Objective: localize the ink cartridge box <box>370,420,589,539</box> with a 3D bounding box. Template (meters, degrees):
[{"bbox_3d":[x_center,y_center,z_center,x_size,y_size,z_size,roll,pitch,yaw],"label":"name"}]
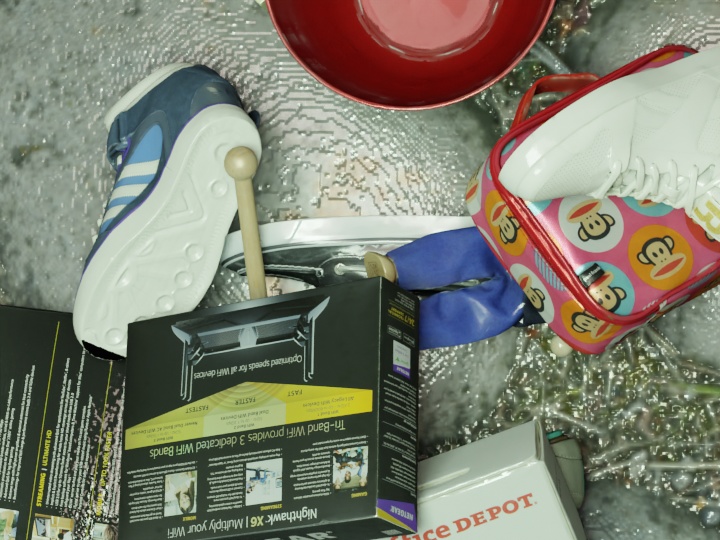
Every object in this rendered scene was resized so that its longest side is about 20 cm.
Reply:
[{"bbox_3d":[0.086,0.217,1.558,0.147,0.083,0.200,-20,105,8],"label":"ink cartridge box"}]

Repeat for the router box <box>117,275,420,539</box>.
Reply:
[{"bbox_3d":[-0.059,0.098,1.530,0.200,0.052,0.157,-10,67,30],"label":"router box"}]

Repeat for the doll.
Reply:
[{"bbox_3d":[0.106,-0.006,1.588,0.200,0.048,0.137,-12,85,-17],"label":"doll"}]

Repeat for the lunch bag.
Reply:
[{"bbox_3d":[0.173,-0.058,1.564,0.200,0.082,0.176,-30,76,-27],"label":"lunch bag"}]

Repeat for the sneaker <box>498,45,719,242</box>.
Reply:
[{"bbox_3d":[0.191,-0.061,1.482,0.200,0.074,0.116,-24,70,-27],"label":"sneaker"}]

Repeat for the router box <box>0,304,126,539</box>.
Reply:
[{"bbox_3d":[-0.203,0.129,1.666,0.149,0.051,0.200,7,86,13],"label":"router box"}]

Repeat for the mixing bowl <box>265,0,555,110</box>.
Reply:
[{"bbox_3d":[0.041,-0.200,1.621,0.200,0.108,0.200,-1,86,9],"label":"mixing bowl"}]

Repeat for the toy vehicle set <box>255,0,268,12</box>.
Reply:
[{"bbox_3d":[-0.041,-0.296,1.687,0.200,0.027,0.124,-45,79,4],"label":"toy vehicle set"}]

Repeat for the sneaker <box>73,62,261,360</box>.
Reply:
[{"bbox_3d":[-0.147,-0.049,1.651,0.081,0.146,0.200,25,102,-30],"label":"sneaker"}]

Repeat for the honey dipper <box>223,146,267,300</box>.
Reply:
[{"bbox_3d":[-0.070,0.009,1.607,0.038,0.038,0.200,-1,119,10],"label":"honey dipper"}]

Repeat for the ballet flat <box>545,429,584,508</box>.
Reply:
[{"bbox_3d":[0.053,0.156,1.612,0.200,0.067,0.064,-12,89,9],"label":"ballet flat"}]

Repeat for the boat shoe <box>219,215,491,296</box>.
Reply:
[{"bbox_3d":[0.000,0.000,1.636,0.200,0.072,0.068,-1,83,3],"label":"boat shoe"}]
